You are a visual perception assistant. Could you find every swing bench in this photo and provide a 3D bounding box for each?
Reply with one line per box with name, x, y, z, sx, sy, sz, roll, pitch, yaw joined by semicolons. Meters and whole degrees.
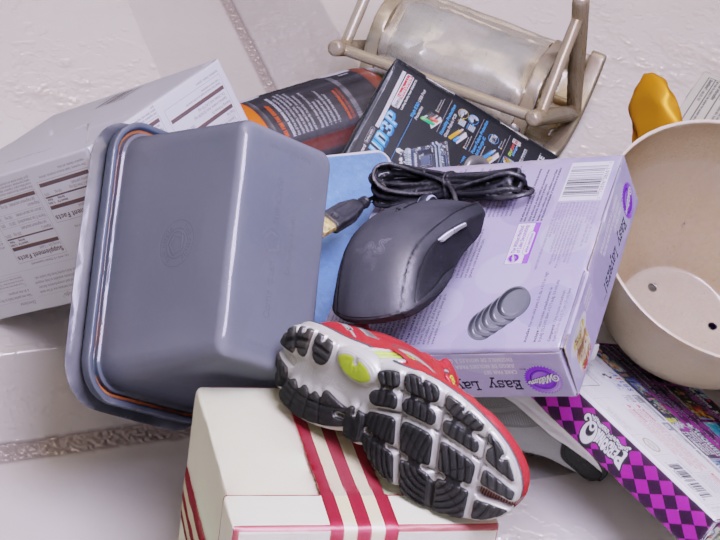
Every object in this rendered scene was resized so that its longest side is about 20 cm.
swing bench;0.100;-0.193;1.657;0.198;0.200;0.130;22;85;14

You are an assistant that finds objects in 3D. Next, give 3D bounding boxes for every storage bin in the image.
storage bin;-0.092;-0.001;1.235;0.145;0.134;0.201;21;69;-42

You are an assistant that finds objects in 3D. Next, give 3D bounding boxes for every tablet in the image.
tablet;0.000;0.000;1.340;0.130;0.014;0.201;-8;61;-30

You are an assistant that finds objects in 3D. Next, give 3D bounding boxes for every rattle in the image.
rattle;0.187;-0.050;1.494;0.199;0.143;0.130;-22;27;-11

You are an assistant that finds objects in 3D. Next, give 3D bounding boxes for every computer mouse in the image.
computer mouse;0.015;-0.031;1.231;0.140;0.046;0.200;2;29;33

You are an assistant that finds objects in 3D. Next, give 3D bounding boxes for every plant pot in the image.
plant pot;0.253;0.009;1.378;0.199;0.135;0.201;5;59;-9

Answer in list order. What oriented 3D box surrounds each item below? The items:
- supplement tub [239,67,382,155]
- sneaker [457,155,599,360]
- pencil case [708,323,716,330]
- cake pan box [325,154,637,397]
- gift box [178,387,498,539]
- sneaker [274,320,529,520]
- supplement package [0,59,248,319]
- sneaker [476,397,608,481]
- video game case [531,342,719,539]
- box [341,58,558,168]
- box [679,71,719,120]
supplement tub;-0.065;-0.097;1.543;0.199;0.107;0.107;-20;49;-33
sneaker;0.113;-0.014;1.356;0.077;0.082;0.200;5;34;-44
pencil case;0.334;0.060;1.470;0.200;0.085;0.092;39;21;30
cake pan box;0.081;0.000;1.268;0.183;0.052;0.200;-2;43;25
gift box;-0.015;0.198;1.158;0.184;0.201;0.187;-3;27;-12
sneaker;0.037;0.078;1.121;0.085;0.077;0.200;-9;32;-43
supplement package;-0.192;-0.057;1.386;0.199;0.111;0.156;-11;21;42
sneaker;0.098;0.101;1.387;0.200;0.080;0.074;31;20;0
video game case;0.226;0.125;1.353;0.181;0.036;0.200;5;32;-50
box;0.052;-0.051;1.471;0.159;0.046;0.200;30;56;-5
box;0.354;-0.067;1.605;0.199;0.109;0.128;25;42;15
